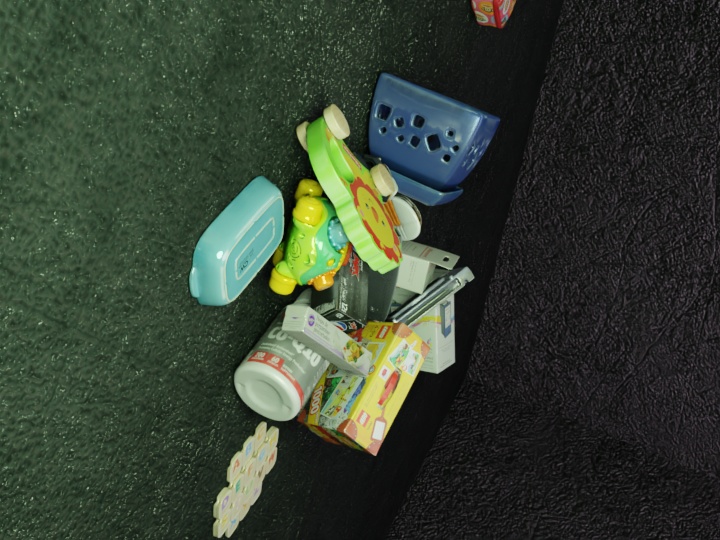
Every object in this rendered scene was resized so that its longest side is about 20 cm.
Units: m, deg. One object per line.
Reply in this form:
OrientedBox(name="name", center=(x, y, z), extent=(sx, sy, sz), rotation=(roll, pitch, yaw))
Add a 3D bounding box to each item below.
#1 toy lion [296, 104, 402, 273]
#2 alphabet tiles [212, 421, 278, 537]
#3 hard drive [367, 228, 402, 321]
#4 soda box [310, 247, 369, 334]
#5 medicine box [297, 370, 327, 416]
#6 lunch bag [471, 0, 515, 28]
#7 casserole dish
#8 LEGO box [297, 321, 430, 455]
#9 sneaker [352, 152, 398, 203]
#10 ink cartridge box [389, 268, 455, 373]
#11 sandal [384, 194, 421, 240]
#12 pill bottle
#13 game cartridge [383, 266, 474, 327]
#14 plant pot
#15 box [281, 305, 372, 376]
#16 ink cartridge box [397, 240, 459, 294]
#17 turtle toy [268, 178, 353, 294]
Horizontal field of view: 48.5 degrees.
OrientedBox(name="toy lion", center=(-0.006, -0.099, 1.099), extent=(0.200, 0.068, 0.193), rotation=(48, 24, -38))
OrientedBox(name="alphabet tiles", center=(-0.198, 0.368, 1.398), extent=(0.200, 0.014, 0.197), rotation=(-49, 154, -51))
OrientedBox(name="hard drive", center=(0.000, 0.000, 1.418), extent=(0.043, 0.133, 0.201), rotation=(-83, -178, -50))
OrientedBox(name="soda box", center=(-0.030, -0.002, 1.254), extent=(0.071, 0.063, 0.202), rotation=(32, 48, -37))
OrientedBox(name="medicine box", center=(-0.027, 0.207, 1.467), extent=(0.200, 0.102, 0.183), rotation=(41, 65, -39))
OrientedBox(name="lunch bag", center=(0.303, -0.653, 1.745), extent=(0.202, 0.081, 0.176), rotation=(-70, 160, -7))
OrientedBox(name="casserole dish", center=(-0.150, -0.035, 1.031), extent=(0.200, 0.038, 0.122), rotation=(-55, 158, -42))
OrientedBox(name="LEGO box", center=(0.005, 0.189, 1.319), extent=(0.077, 0.148, 0.201), rotation=(41, 66, -26))
OrientedBox(name="sneaker", center=(0.003, -0.151, 1.278), extent=(0.079, 0.079, 0.200), rotation=(68, 14, 13))
OrientedBox(name="ink cartridge box", center=(0.117, 0.099, 1.669), extent=(0.087, 0.144, 0.202), rotation=(-19, 112, -54))
OrientedBox(name="sandal", center=(0.060, -0.101, 1.426), extent=(0.059, 0.206, 0.080), rotation=(-23, 103, -23))
OrientedBox(name="pill bottle", center=(-0.101, 0.125, 1.248), extent=(0.115, 0.113, 0.200), rotation=(95, 21, -43))
OrientedBox(name="game cartridge", center=(0.112, 0.062, 1.478), extent=(0.199, 0.039, 0.130), rotation=(-37, -174, -6))
OrientedBox(name="plant pot", center=(0.113, -0.224, 1.412), extent=(0.181, 0.199, 0.200), rotation=(-68, 166, 15))
OrientedBox(name="box", center=(-0.045, 0.108, 1.193), extent=(0.200, 0.041, 0.039), rotation=(41, 56, -51))
OrientedBox(name="ink cartridge box", center=(0.078, -0.015, 1.503), extent=(0.117, 0.198, 0.068), rotation=(-40, 145, -70))
OrientedBox(name="turtle toy", center=(-0.062, -0.049, 1.153), extent=(0.200, 0.100, 0.147), rotation=(-93, -157, -65))
